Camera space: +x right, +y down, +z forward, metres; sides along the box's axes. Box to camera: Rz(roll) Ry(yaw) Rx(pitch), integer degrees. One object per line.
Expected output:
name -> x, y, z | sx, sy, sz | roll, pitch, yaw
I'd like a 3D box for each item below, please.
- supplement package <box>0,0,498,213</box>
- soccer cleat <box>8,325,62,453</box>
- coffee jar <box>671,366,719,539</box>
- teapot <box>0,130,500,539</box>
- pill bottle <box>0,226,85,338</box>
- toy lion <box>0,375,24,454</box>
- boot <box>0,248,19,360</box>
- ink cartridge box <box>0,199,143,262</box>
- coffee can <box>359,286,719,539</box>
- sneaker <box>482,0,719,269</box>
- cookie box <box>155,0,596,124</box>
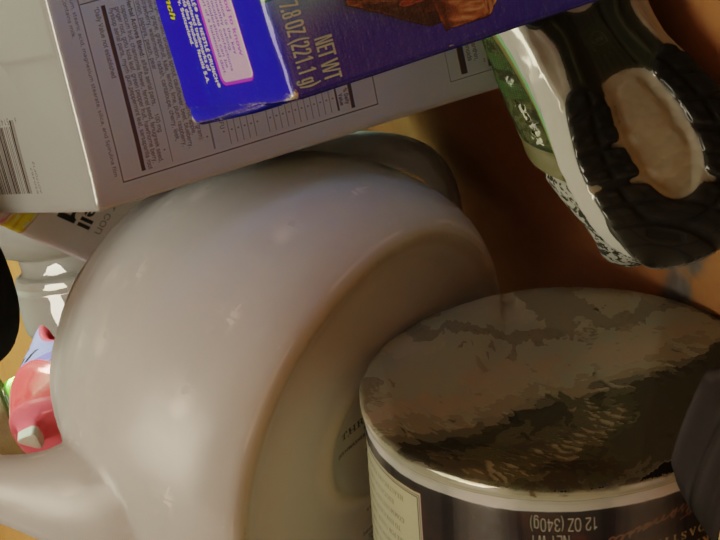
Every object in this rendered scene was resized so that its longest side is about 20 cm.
supplement package -> -0.058, -0.119, 0.994 | 0.152, 0.199, 0.151 | 2, 109, 61
soccer cleat -> -0.063, 0.045, 1.173 | 0.067, 0.199, 0.077 | 64, -158, -48
coffee jar -> 0.186, 0.097, 0.793 | 0.200, 0.104, 0.086 | 51, 144, 32
teapot -> -0.047, 0.032, 1.016 | 0.146, 0.200, 0.198 | 25, 96, 31
pill bottle -> -0.149, -0.073, 1.292 | 0.112, 0.112, 0.201 | 5, 112, 60
toy lion -> -0.119, 0.141, 1.370 | 0.192, 0.068, 0.200 | 62, 179, 13
boot -> -0.227, -0.032, 1.008 | 0.153, 0.073, 0.204 | -27, 87, 38
ink cartridge box -> -0.147, -0.099, 1.130 | 0.084, 0.200, 0.145 | 34, 96, 44
coffee can -> 0.077, 0.127, 0.966 | 0.146, 0.146, 0.201 | 32, 134, 50
sneaker -> 0.066, -0.083, 0.941 | 0.089, 0.077, 0.201 | 126, 124, -69
cookie box -> 0.023, -0.157, 0.824 | 0.075, 0.199, 0.172 | -3, 106, 60
